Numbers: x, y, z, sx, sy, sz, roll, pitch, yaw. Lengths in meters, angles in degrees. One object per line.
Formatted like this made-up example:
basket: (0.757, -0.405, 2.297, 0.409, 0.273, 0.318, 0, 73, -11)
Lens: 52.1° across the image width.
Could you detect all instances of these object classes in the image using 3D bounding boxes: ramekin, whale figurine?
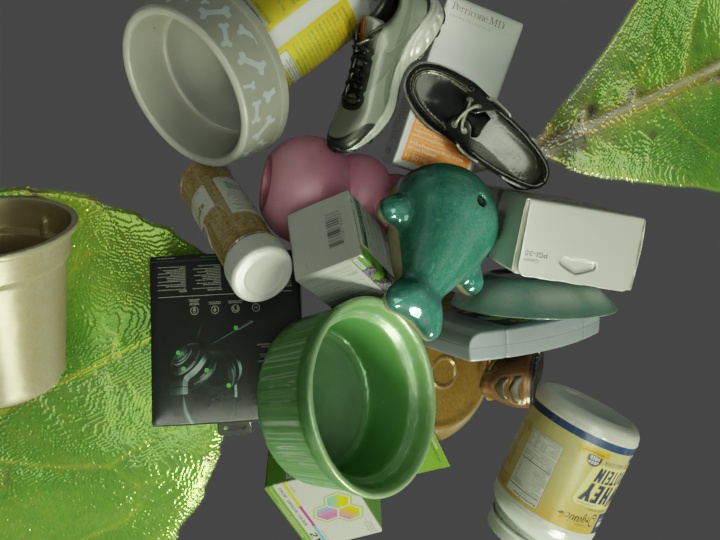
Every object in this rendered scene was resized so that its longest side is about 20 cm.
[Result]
ramekin: (-0.016, 0.134, 0.782, 0.198, 0.097, 0.204, 15, 70, -46)
whale figurine: (0.086, -0.029, 0.784, 0.159, 0.202, 0.103, 40, 137, -22)

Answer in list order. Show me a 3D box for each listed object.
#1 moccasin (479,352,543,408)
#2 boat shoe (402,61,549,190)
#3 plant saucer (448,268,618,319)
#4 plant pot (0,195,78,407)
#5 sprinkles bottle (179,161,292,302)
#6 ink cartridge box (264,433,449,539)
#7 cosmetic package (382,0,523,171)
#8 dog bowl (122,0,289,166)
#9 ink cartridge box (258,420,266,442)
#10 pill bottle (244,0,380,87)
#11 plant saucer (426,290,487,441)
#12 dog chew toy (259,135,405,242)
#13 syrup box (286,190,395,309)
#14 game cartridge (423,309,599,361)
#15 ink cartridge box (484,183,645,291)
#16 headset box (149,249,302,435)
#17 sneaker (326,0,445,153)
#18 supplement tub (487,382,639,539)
moccasin: (0.184, 0.119, 0.907, 0.076, 0.201, 0.075, 4, 105, 18)
boat shoe: (0.132, -0.160, 0.827, 0.199, 0.060, 0.074, 40, 98, -13)
plant saucer: (0.204, 0.022, 0.881, 0.197, 0.201, 0.040, -1, 96, -9)
plant pot: (-0.403, 0.038, 0.805, 0.196, 0.201, 0.187, -1, 114, -9)
sprinkles bottle: (-0.141, -0.050, 0.810, 0.067, 0.200, 0.069, -17, 131, -20)
ink cartridge box: (0.001, 0.253, 0.910, 0.197, 0.076, 0.149, -17, 128, 13)
cosmetic package: (0.107, -0.210, 0.883, 0.100, 0.071, 0.203, 16, 98, -12)
dog bowl: (-0.169, -0.201, 0.778, 0.201, 0.199, 0.059, 55, 52, -14)
ink cartridge box: (-0.043, 0.132, 0.941, 0.196, 0.050, 0.111, -16, 103, -6)
pill bottle: (-0.058, -0.291, 0.819, 0.199, 0.111, 0.112, -36, 105, 0)
plant saucer: (0.098, 0.126, 0.936, 0.197, 0.035, 0.205, -3, 96, -29)
dog chew toy: (-0.017, -0.085, 0.869, 0.196, 0.124, 0.127, 9, 100, -19)
syrup box: (0.000, 0.000, 0.826, 0.080, 0.200, 0.080, -20, 62, 17)
game cartridge: (0.181, 0.067, 0.879, 0.197, 0.133, 0.042, -8, 103, -28)
ink cartridge box: (0.218, -0.045, 0.867, 0.144, 0.200, 0.084, 8, 100, -11)
headset box: (-0.149, 0.087, 0.853, 0.170, 0.093, 0.204, -4, 80, -4)
sneaker: (0.012, -0.223, 0.802, 0.079, 0.074, 0.203, 27, 92, -41)
supplement tub: (0.261, 0.267, 0.968, 0.142, 0.144, 0.203, 21, 98, -13)
